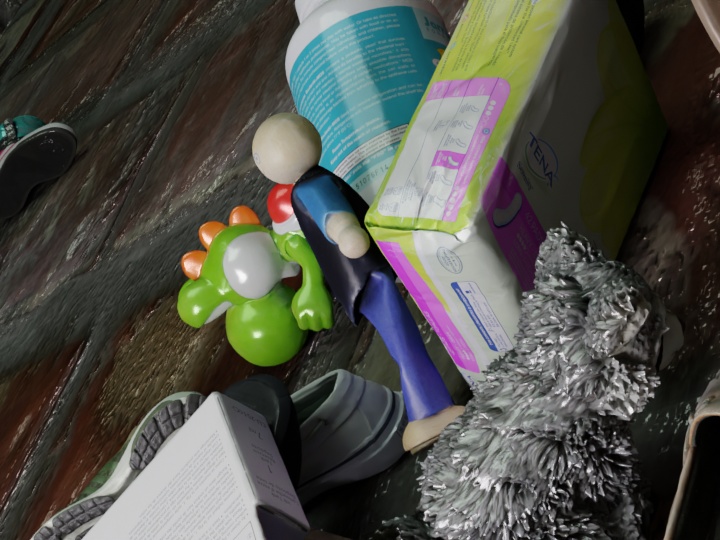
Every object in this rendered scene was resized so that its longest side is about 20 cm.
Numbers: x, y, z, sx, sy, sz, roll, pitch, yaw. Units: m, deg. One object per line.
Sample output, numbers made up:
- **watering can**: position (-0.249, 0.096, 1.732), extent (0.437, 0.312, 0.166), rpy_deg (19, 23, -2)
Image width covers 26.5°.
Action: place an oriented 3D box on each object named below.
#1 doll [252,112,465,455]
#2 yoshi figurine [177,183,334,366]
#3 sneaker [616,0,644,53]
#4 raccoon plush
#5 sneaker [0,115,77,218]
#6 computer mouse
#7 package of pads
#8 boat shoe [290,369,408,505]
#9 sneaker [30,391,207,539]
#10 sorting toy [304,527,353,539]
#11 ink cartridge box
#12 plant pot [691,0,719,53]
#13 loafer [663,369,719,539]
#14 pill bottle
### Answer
- **doll**: position (0.000, 0.000, 0.834), extent (0.048, 0.201, 0.136), rpy_deg (-28, -11, 1)
- **yoshi figurine**: position (-0.031, -0.006, 1.075), extent (0.199, 0.112, 0.113), rpy_deg (-33, 66, 6)
- **sneaker**: position (0.097, -0.120, 0.935), extent (0.086, 0.074, 0.200), rpy_deg (10, 38, 38)
- **raccoon plush**: position (0.059, 0.075, 0.647), extent (0.199, 0.135, 0.096), rpy_deg (-33, 43, -29)
- **sneaker**: position (-0.431, -0.165, 2.023), extent (0.199, 0.083, 0.122), rpy_deg (-34, 38, 37)
- **computer mouse**: position (-0.097, 0.157, 0.876), extent (0.140, 0.046, 0.202), rpy_deg (1, 66, 49)
- **package of pads**: position (0.087, -0.054, 0.805), extent (0.068, 0.155, 0.201), rpy_deg (5, 56, 34)
- **boat shoe**: position (-0.053, 0.108, 0.944), extent (0.199, 0.067, 0.074), rpy_deg (-34, 28, 35)
- **sneaker**: position (-0.164, 0.162, 1.089), extent (0.200, 0.077, 0.089), rpy_deg (-44, 11, 3)
- **sorting toy**: position (-0.087, 0.224, 0.862), extent (0.199, 0.036, 0.186), rpy_deg (0, 55, 54)
- **ink cartridge box**: position (-0.104, 0.190, 0.780), extent (0.200, 0.045, 0.177), rpy_deg (-48, 36, 15)
- **plant pot**: position (0.257, -0.155, 0.643), extent (0.174, 0.201, 0.200), rpy_deg (-36, 21, -10)
- **loafer**: position (0.156, 0.082, 0.606), extent (0.072, 0.063, 0.201), rpy_deg (-26, 34, 46)
- **pill bottle**: position (0.017, -0.102, 0.972), extent (0.110, 0.110, 0.202), rpy_deg (-36, 58, 31)
